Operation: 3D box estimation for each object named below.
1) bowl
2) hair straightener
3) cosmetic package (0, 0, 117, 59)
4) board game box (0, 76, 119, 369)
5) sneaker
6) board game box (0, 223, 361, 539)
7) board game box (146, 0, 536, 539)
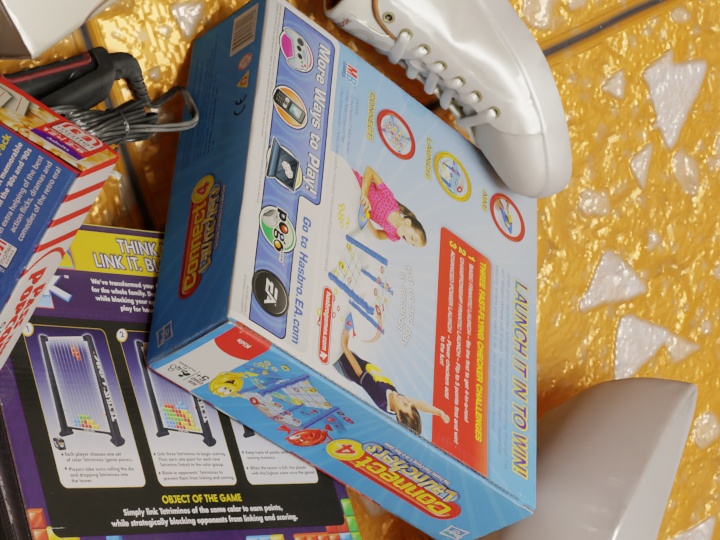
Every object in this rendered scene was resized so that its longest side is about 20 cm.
[{"bbox_3d":[0.101,0.158,1.061,0.200,0.075,0.200,-42,146,-61],"label":"bowl"},{"bbox_3d":[-0.133,-0.057,0.903,0.200,0.077,0.041,-22,147,-60],"label":"hair straightener"},{"bbox_3d":[-0.107,-0.176,0.916,0.200,0.103,0.073,-40,116,-23],"label":"cosmetic package"},{"bbox_3d":[-0.215,-0.032,0.792,0.200,0.046,0.152,33,106,4],"label":"board game box"},{"bbox_3d":[0.030,-0.114,1.014,0.085,0.073,0.200,-31,96,-21],"label":"sneaker"},{"bbox_3d":[-0.100,0.066,0.905,0.200,0.057,0.166,7,59,-50],"label":"board game box"},{"bbox_3d":[0.000,0.000,0.978,0.196,0.056,0.200,35,42,-32],"label":"board game box"}]
